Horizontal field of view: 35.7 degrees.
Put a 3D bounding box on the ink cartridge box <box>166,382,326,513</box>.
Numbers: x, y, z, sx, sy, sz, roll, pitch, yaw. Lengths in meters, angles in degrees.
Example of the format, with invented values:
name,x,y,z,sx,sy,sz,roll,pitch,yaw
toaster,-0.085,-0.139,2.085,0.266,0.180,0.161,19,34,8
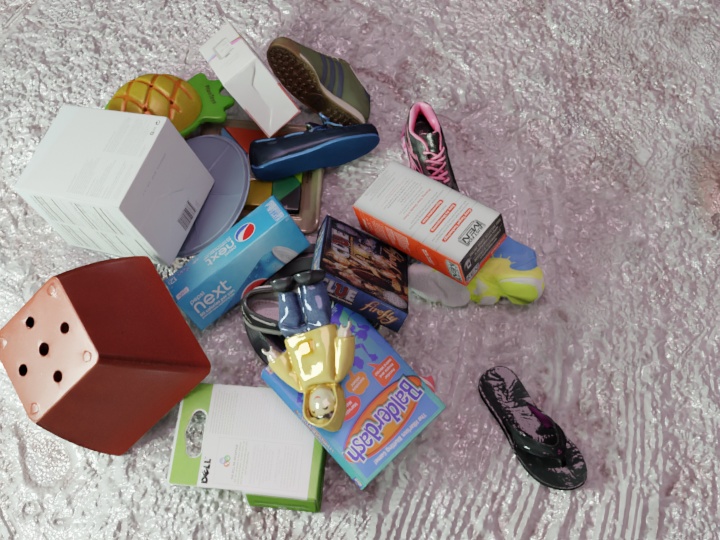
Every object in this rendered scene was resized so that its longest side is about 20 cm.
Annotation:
name,x,y,z,sx,sy,sz,roll,pitch,yaw
ink cartridge box,-0.145,0.233,1.492,0.197,0.076,0.150,5,65,4

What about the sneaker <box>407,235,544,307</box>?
name,x,y,z,sx,sy,sz,roll,pitch,yaw
sneaker,0.166,-0.005,1.614,0.197,0.076,0.106,7,47,4

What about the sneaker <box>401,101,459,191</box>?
name,x,y,z,sx,sy,sz,roll,pitch,yaw
sneaker,0.105,-0.163,1.665,0.078,0.096,0.202,-12,67,-7

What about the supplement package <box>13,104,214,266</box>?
name,x,y,z,sx,sy,sz,roll,pitch,yaw
supplement package,-0.346,-0.122,1.585,0.198,0.151,0.153,11,64,29

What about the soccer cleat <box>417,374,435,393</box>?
name,x,y,z,sx,sy,sz,roll,pitch,yaw
soccer cleat,0.008,0.147,1.536,0.198,0.067,0.077,20,37,3

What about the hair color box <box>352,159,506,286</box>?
name,x,y,z,sx,sy,sz,roll,pitch,yaw
hair color box,0.096,-0.069,1.577,0.199,0.061,0.102,30,68,33

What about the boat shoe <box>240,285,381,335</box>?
name,x,y,z,sx,sy,sz,roll,pitch,yaw
boat shoe,-0.067,0.057,1.537,0.197,0.060,0.075,9,72,2

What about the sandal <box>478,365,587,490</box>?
name,x,y,z,sx,sy,sz,roll,pitch,yaw
sandal,0.229,0.214,1.513,0.075,0.048,0.201,-34,69,-14

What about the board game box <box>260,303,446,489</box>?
name,x,y,z,sx,sy,sz,roll,pitch,yaw
board game box,-0.009,0.159,1.461,0.152,0.045,0.200,-41,83,-19

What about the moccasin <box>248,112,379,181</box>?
name,x,y,z,sx,sy,sz,roll,pitch,yaw
moccasin,-0.071,-0.195,1.661,0.197,0.081,0.069,-13,63,-13

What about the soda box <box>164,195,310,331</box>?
name,x,y,z,sx,sy,sz,roll,pitch,yaw
soda box,-0.173,-0.011,1.577,0.199,0.068,0.064,-38,40,-2

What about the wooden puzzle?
name,x,y,z,sx,sy,sz,roll,pitch,yaw
wooden puzzle,-0.155,-0.148,1.691,0.197,0.037,0.187,2,65,2

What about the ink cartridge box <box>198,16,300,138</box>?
name,x,y,z,sx,sy,sz,roll,pitch,yaw
ink cartridge box,-0.174,-0.296,1.688,0.067,0.117,0.200,-39,36,4

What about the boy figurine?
name,x,y,z,sx,sy,sz,roll,pitch,yaw
boy figurine,-0.064,0.105,1.403,0.123,0.064,0.203,-11,86,14

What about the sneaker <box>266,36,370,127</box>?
name,x,y,z,sx,sy,sz,roll,pitch,yaw
sneaker,-0.057,-0.296,1.705,0.200,0.067,0.091,42,47,-25

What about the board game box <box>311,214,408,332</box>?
name,x,y,z,sx,sy,sz,roll,pitch,yaw
board game box,0.000,0.000,1.532,0.134,0.035,0.200,26,22,-10

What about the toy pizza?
name,x,y,z,sx,sy,sz,roll,pitch,yaw
toy pizza,-0.244,-0.107,1.648,0.198,0.032,0.203,-12,61,23

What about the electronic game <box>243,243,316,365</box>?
name,x,y,z,sx,sy,sz,roll,pitch,yaw
electronic game,-0.068,0.058,1.591,0.197,0.042,0.203,1,72,-2

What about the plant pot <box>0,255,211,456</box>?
name,x,y,z,sx,sy,sz,roll,pitch,yaw
plant pot,-0.353,0.107,1.454,0.200,0.176,0.201,-42,67,18

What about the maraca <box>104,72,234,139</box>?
name,x,y,z,sx,sy,sz,roll,pitch,yaw
maraca,-0.292,-0.247,1.701,0.198,0.108,0.138,-18,56,-17
